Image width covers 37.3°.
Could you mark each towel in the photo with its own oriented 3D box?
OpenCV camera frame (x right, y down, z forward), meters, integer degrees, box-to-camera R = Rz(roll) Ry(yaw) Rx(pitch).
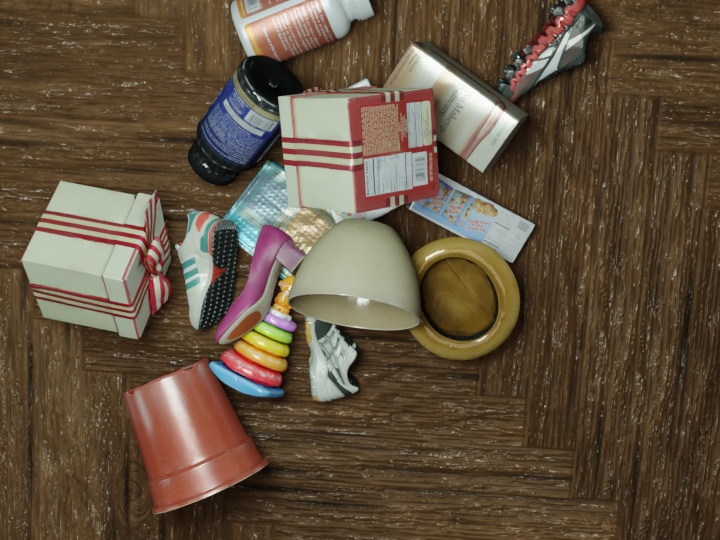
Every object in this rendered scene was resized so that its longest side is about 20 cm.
[{"bbox_3d":[-0.113,-0.064,1.719,0.200,0.022,0.147,38,101,-3],"label":"towel"}]

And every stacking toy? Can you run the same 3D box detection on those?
[{"bbox_3d":[-0.146,0.099,1.716,0.116,0.110,0.200,25,91,14],"label":"stacking toy"}]

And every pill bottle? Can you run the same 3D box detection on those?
[{"bbox_3d":[-0.086,-0.390,1.615,0.200,0.112,0.112,-20,98,7],"label":"pill bottle"},{"bbox_3d":[-0.180,-0.222,1.621,0.112,0.112,0.200,42,128,-4],"label":"pill bottle"}]

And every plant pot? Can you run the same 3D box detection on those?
[{"bbox_3d":[-0.276,0.256,1.708,0.200,0.201,0.196,-22,90,7],"label":"plant pot"},{"bbox_3d":[0.000,0.000,1.601,0.200,0.200,0.135,9,75,2],"label":"plant pot"}]

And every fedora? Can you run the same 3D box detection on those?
[{"bbox_3d":[0.155,0.039,1.689,0.200,0.082,0.201,0,102,2],"label":"fedora"}]

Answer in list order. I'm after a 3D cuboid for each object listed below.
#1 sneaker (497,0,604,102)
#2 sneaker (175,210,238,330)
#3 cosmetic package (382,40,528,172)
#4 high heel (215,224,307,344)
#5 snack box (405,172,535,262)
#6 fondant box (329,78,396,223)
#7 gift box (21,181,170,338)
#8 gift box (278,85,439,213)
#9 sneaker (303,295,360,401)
[{"bbox_3d":[0.292,-0.324,1.622,0.098,0.071,0.201,36,107,-13],"label":"sneaker"},{"bbox_3d":[-0.256,-0.004,1.725,0.093,0.070,0.200,27,119,32],"label":"sneaker"},{"bbox_3d":[0.141,-0.250,1.614,0.200,0.087,0.103,36,112,7],"label":"cosmetic package"},{"bbox_3d":[-0.176,0.022,1.677,0.096,0.067,0.200,38,74,22],"label":"high heel"},{"bbox_3d":[0.173,-0.086,1.666,0.200,0.024,0.072,26,102,-19],"label":"snack box"},{"bbox_3d":[-0.010,-0.177,1.667,0.144,0.058,0.200,-26,96,0],"label":"fondant box"},{"bbox_3d":[-0.386,-0.030,1.641,0.186,0.185,0.200,12,60,6],"label":"gift box"},{"bbox_3d":[0.002,-0.172,1.539,0.200,0.187,0.185,-9,103,-39],"label":"gift box"},{"bbox_3d":[-0.045,0.113,1.724,0.087,0.076,0.200,-7,111,-2],"label":"sneaker"}]
